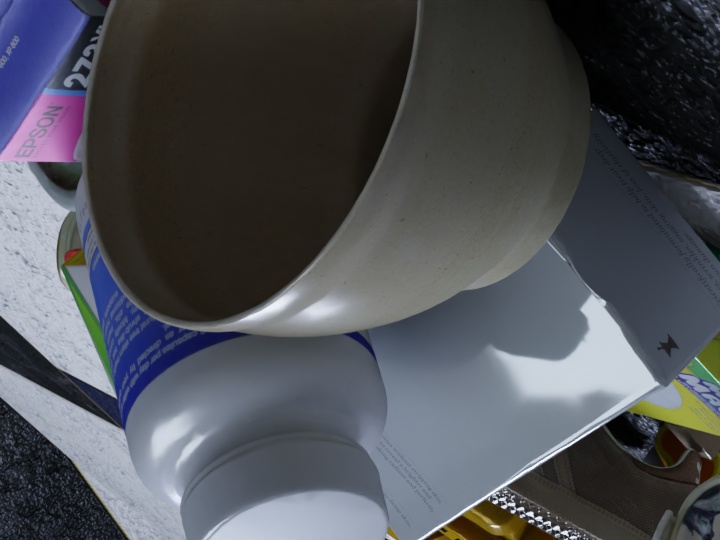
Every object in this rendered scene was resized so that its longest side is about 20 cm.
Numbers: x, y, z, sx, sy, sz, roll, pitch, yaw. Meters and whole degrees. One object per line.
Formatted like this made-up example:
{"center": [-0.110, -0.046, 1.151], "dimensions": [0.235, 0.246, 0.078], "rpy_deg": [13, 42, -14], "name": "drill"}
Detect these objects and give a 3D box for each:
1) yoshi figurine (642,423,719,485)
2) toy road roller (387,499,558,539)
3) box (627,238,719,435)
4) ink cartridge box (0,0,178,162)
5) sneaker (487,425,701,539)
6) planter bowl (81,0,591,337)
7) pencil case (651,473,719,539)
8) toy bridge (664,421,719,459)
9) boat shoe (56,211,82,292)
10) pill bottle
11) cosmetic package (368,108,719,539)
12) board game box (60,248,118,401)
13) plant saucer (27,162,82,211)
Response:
{"center": [0.206, 0.176, 1.264], "dimensions": [0.112, 0.112, 0.200], "rpy_deg": [16, 159, 38], "name": "yoshi figurine"}
{"center": [0.068, 0.108, 1.309], "dimensions": [0.200, 0.123, 0.146], "rpy_deg": [33, 166, 20], "name": "toy road roller"}
{"center": [0.142, 0.029, 1.061], "dimensions": [0.117, 0.048, 0.200], "rpy_deg": [44, 162, -27], "name": "box"}
{"center": [-0.100, -0.089, 0.952], "dimensions": [0.200, 0.095, 0.037], "rpy_deg": [0, -127, -40], "name": "ink cartridge box"}
{"center": [0.091, 0.090, 1.192], "dimensions": [0.200, 0.076, 0.070], "rpy_deg": [31, 164, 14], "name": "sneaker"}
{"center": [0.003, -0.062, 0.851], "dimensions": [0.135, 0.201, 0.200], "rpy_deg": [16, -179, -40], "name": "planter bowl"}
{"center": [0.225, 0.155, 1.096], "dimensions": [0.089, 0.078, 0.200], "rpy_deg": [0, 165, 37], "name": "pencil case"}
{"center": [0.224, 0.087, 1.091], "dimensions": [0.067, 0.027, 0.200], "rpy_deg": [46, 164, -32], "name": "toy bridge"}
{"center": [-0.111, -0.008, 1.384], "dimensions": [0.065, 0.072, 0.200], "rpy_deg": [6, 178, 34], "name": "boat shoe"}
{"center": [-0.052, 0.035, 0.936], "dimensions": [0.112, 0.112, 0.200], "rpy_deg": [56, -166, -53], "name": "pill bottle"}
{"center": [0.061, 0.030, 0.978], "dimensions": [0.113, 0.081, 0.200], "rpy_deg": [53, 136, 0], "name": "cosmetic package"}
{"center": [-0.079, 0.031, 1.140], "dimensions": [0.200, 0.030, 0.096], "rpy_deg": [-1, 118, 44], "name": "board game box"}
{"center": [-0.142, -0.131, 1.080], "dimensions": [0.200, 0.050, 0.200], "rpy_deg": [45, 142, 51], "name": "plant saucer"}
